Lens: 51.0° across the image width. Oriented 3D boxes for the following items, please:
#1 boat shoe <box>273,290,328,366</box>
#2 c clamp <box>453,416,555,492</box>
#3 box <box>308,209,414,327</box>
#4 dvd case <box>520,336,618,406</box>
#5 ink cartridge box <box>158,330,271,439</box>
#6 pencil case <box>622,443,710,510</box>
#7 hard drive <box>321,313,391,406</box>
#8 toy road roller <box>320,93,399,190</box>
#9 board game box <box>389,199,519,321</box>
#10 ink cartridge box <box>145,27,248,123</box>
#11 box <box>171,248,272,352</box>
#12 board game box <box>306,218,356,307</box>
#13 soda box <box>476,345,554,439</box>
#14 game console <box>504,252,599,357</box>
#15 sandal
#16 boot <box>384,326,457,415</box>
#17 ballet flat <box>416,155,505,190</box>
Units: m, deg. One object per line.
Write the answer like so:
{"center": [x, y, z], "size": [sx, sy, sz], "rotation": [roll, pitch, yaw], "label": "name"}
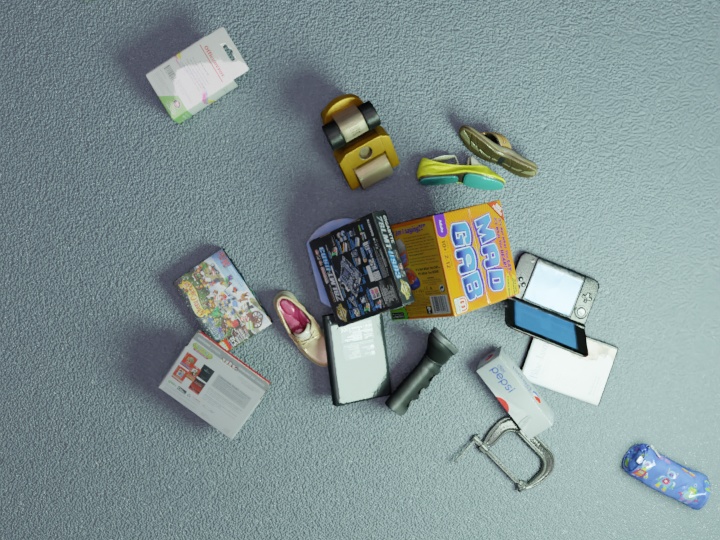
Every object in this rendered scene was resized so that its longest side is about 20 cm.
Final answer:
{"center": [-0.127, 0.135, 1.676], "size": [0.074, 0.069, 0.200], "rotation": [-39, 94, 0], "label": "boat shoe"}
{"center": [0.340, 0.430, 1.730], "size": [0.199, 0.027, 0.171], "rotation": [39, 86, -2], "label": "c clamp"}
{"center": [0.000, 0.000, 1.577], "size": [0.198, 0.049, 0.202], "rotation": [-22, 85, 43], "label": "box"}
{"center": [0.475, 0.211, 1.726], "size": [0.198, 0.018, 0.144], "rotation": [19, 92, -2], "label": "dvd case"}
{"center": [-0.305, 0.234, 1.640], "size": [0.199, 0.084, 0.176], "rotation": [37, 113, -3], "label": "ink cartridge box"}
{"center": [0.698, 0.463, 1.714], "size": [0.199, 0.078, 0.087], "rotation": [28, 114, -4], "label": "pencil case"}
{"center": [-0.007, 0.190, 1.680], "size": [0.138, 0.033, 0.202], "rotation": [-8, 93, -22], "label": "hard drive"}
{"center": [-0.012, -0.293, 1.652], "size": [0.122, 0.146, 0.201], "rotation": [-28, 130, -1], "label": "toy road roller"}
{"center": [0.177, -0.019, 1.577], "size": [0.198, 0.199, 0.202], "rotation": [-15, 94, -37], "label": "board game box"}
{"center": [-0.349, -0.425, 1.645], "size": [0.199, 0.067, 0.118], "rotation": [-32, 93, 1], "label": "ink cartridge box"}
{"center": [-0.306, 0.071, 1.683], "size": [0.136, 0.038, 0.201], "rotation": [-34, 93, 0], "label": "box"}
{"center": [-0.031, -0.015, 1.690], "size": [0.156, 0.039, 0.202], "rotation": [-15, 94, -6], "label": "board game box"}
{"center": [0.347, 0.273, 1.692], "size": [0.068, 0.063, 0.201], "rotation": [-36, 94, 23], "label": "soda box"}
{"center": [0.428, 0.072, 1.668], "size": [0.198, 0.119, 0.174], "rotation": [22, 92, -3], "label": "game console"}
{"center": [0.308, -0.272, 1.674], "size": [0.198, 0.080, 0.054], "rotation": [26, 76, -4], "label": "sandal"}
{"center": [0.125, 0.225, 1.648], "size": [0.200, 0.165, 0.066], "rotation": [-45, 65, 1], "label": "boot"}
{"center": [0.224, -0.223, 1.680], "size": [0.197, 0.067, 0.068], "rotation": [3, 71, 0], "label": "ballet flat"}
